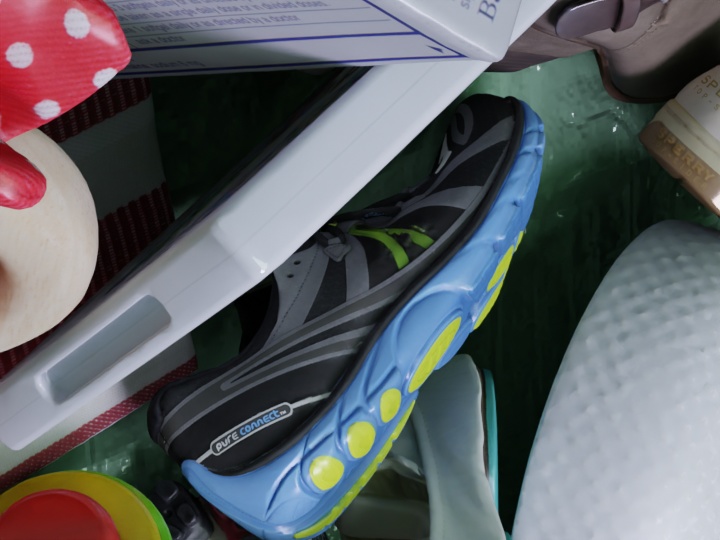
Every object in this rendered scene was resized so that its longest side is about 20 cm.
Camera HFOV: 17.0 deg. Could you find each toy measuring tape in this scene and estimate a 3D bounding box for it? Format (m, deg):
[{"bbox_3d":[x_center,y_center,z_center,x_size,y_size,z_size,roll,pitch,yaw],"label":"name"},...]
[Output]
[{"bbox_3d":[-0.052,0.094,0.740,0.198,0.074,0.074,-5,115,4],"label":"toy measuring tape"}]

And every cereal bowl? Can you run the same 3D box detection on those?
[{"bbox_3d":[0.130,0.085,0.906,0.200,0.083,0.201,-44,142,-50],"label":"cereal bowl"}]

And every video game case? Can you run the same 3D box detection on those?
[{"bbox_3d":[-0.010,-0.038,0.698,0.024,0.182,0.200,49,58,-5],"label":"video game case"}]

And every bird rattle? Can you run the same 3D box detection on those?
[{"bbox_3d":[-0.134,-0.023,0.592,0.163,0.199,0.113,36,37,-56],"label":"bird rattle"}]

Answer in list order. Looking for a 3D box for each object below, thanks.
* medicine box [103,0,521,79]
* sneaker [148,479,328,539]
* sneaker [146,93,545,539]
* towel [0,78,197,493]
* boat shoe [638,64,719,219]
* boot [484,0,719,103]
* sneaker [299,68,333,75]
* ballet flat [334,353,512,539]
[{"bbox_3d":[-0.077,-0.131,0.583,0.199,0.181,0.104,28,74,-39],"label":"medicine box"},{"bbox_3d":[-0.071,0.161,0.790,0.200,0.080,0.075,-53,149,-13],"label":"sneaker"},{"bbox_3d":[0.000,0.000,0.800,0.200,0.082,0.071,-51,166,-36],"label":"sneaker"},{"bbox_3d":[-0.119,-0.027,0.718,0.144,0.023,0.201,-30,125,-35],"label":"towel"},{"bbox_3d":[0.164,-0.042,0.904,0.065,0.071,0.200,-50,162,9],"label":"boat shoe"},{"bbox_3d":[0.121,-0.111,0.823,0.199,0.146,0.071,-15,82,-35],"label":"boot"},{"bbox_3d":[-0.021,-0.161,0.745,0.081,0.077,0.201,5,110,-12],"label":"sneaker"},{"bbox_3d":[0.022,0.091,0.811,0.069,0.201,0.070,-2,123,-3],"label":"ballet flat"}]
